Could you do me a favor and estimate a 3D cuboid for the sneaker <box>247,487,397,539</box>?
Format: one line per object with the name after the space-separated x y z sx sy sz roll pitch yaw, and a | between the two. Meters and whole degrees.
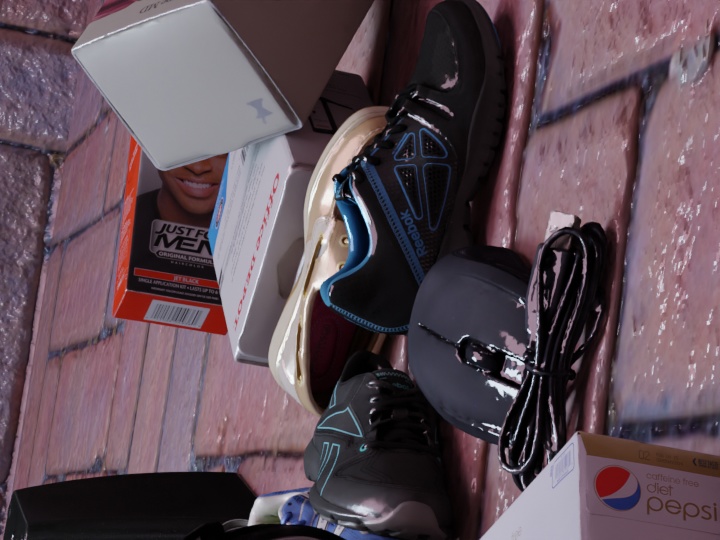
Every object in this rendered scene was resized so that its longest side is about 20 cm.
-0.011 0.170 1.326 0.200 0.077 0.076 -157 79 -74 | sneaker

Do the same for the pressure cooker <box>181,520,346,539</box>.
-0.062 0.219 1.194 0.200 0.176 0.179 -24 80 45 | pressure cooker

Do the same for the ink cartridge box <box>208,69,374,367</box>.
-0.039 -0.038 1.564 0.200 0.084 0.146 -110 33 -62 | ink cartridge box

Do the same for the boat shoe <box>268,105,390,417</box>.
0.000 0.000 1.434 0.069 0.074 0.200 -127 47 -56 | boat shoe

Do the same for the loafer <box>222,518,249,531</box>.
-0.067 0.189 1.484 0.070 0.070 0.200 58 170 4 | loafer

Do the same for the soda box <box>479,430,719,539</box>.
0.086 0.138 0.979 0.200 0.068 0.064 122 154 -58 | soda box

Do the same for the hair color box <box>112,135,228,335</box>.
-0.146 -0.053 1.966 0.061 0.101 0.200 124 152 -60 | hair color box

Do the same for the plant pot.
-0.179 0.252 1.729 0.200 0.177 0.200 -151 71 -76 | plant pot

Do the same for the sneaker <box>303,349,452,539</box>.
0.009 0.097 1.304 0.200 0.075 0.079 -142 65 -74 | sneaker

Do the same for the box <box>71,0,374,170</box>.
-0.079 -0.179 1.546 0.128 0.109 0.200 -15 33 36 | box

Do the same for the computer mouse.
0.062 0.031 1.181 0.200 0.053 0.139 -153 73 -75 | computer mouse

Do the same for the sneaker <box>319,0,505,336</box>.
0.030 -0.062 1.313 0.073 0.082 0.200 147 133 -74 | sneaker
